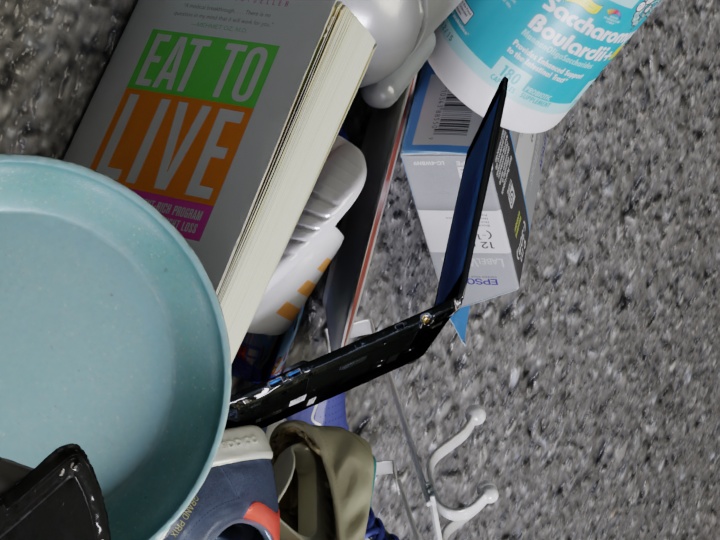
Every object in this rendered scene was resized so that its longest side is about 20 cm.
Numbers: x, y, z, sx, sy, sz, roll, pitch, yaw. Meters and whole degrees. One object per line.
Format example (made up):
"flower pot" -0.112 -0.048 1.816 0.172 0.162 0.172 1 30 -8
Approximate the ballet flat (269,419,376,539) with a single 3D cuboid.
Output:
"ballet flat" -0.031 0.163 1.089 0.070 0.069 0.201 75 11 -45

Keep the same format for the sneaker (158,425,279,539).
"sneaker" -0.124 0.137 1.011 0.199 0.075 0.085 -10 79 -31

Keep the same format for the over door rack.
"over door rack" 0.047 0.136 1.311 0.066 0.200 0.148 -20 130 -13

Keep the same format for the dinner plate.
"dinner plate" 0.004 -0.039 1.262 0.200 0.024 0.201 -165 -90 -90

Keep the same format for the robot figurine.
"robot figurine" 0.005 -0.180 1.153 0.200 0.112 0.170 -50 132 -39

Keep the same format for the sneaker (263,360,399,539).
"sneaker" -0.013 0.160 1.274 0.081 0.114 0.201 -32 133 -78

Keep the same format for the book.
"book" -0.091 -0.049 1.018 0.048 0.133 0.201 44 64 -54

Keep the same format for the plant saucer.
"plant saucer" -0.159 0.047 0.922 0.036 0.199 0.201 -157 -98 -82

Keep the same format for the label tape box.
"label tape box" 0.087 -0.064 1.387 0.200 0.066 0.144 70 27 -46

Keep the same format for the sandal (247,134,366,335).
"sandal" -0.073 0.014 1.035 0.207 0.079 0.059 -48 144 -6

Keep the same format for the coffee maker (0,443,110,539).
"coffee maker" -0.227 0.115 0.772 0.192 0.199 0.136 -6 107 -62

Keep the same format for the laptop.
"laptop" 0.000 0.000 1.081 0.177 0.199 0.104 106 -40 -79

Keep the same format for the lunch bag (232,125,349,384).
"lunch bag" -0.059 -0.013 1.173 0.200 0.094 0.151 36 72 -77

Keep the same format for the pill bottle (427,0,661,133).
"pill bottle" 0.131 -0.188 1.224 0.200 0.111 0.111 -51 166 32
